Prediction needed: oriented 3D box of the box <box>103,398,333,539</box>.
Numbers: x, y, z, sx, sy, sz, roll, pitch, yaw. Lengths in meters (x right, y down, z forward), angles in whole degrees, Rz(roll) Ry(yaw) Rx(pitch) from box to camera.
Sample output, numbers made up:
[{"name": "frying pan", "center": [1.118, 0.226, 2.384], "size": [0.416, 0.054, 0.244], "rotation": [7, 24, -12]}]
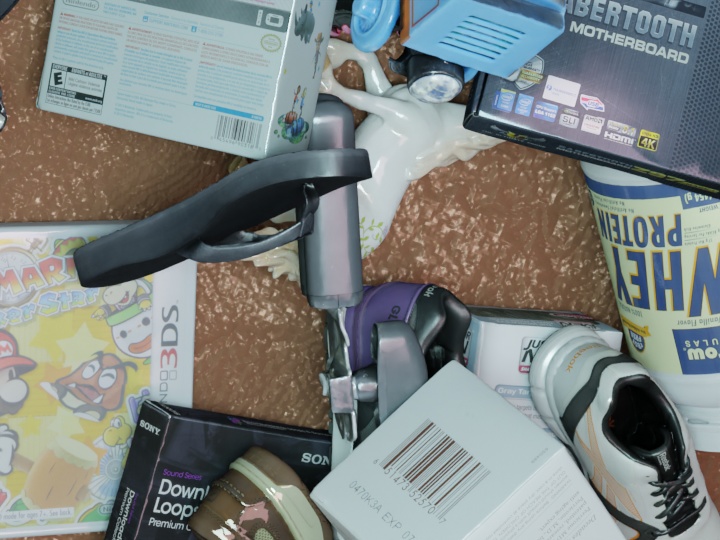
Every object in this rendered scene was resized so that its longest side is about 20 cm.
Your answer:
[{"name": "box", "center": [-0.091, 0.183, 1.393], "size": [0.143, 0.036, 0.201], "rotation": [12, 95, -39]}]

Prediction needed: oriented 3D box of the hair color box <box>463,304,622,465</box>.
[{"name": "hair color box", "center": [0.091, 0.125, 1.459], "size": [0.099, 0.061, 0.201], "rotation": [4, 100, -24]}]

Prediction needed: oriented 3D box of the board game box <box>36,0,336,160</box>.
[{"name": "board game box", "center": [-0.084, -0.171, 1.278], "size": [0.064, 0.147, 0.201], "rotation": [-7, 110, -66]}]

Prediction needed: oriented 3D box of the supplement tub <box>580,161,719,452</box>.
[{"name": "supplement tub", "center": [0.222, -0.006, 1.438], "size": [0.145, 0.145, 0.201], "rotation": [-21, 108, -17]}]

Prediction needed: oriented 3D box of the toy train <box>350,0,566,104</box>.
[{"name": "toy train", "center": [0.053, -0.189, 1.265], "size": [0.086, 0.114, 0.201], "rotation": [17, 60, -28]}]

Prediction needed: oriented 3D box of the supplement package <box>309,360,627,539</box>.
[{"name": "supplement package", "center": [0.084, 0.172, 1.344], "size": [0.117, 0.117, 0.200], "rotation": [-43, 128, -9]}]

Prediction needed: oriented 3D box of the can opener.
[{"name": "can opener", "center": [0.000, 0.000, 1.336], "size": [0.067, 0.053, 0.201], "rotation": [-5, 103, -9]}]

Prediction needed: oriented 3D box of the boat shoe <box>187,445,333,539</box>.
[{"name": "boat shoe", "center": [-0.037, 0.197, 1.374], "size": [0.075, 0.075, 0.203], "rotation": [-41, 116, -19]}]

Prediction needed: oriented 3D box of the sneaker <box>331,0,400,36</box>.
[{"name": "sneaker", "center": [-0.008, -0.164, 1.357], "size": [0.200, 0.079, 0.096], "rotation": [31, 95, -17]}]

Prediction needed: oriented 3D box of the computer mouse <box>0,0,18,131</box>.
[{"name": "computer mouse", "center": [-0.195, -0.177, 1.241], "size": [0.138, 0.053, 0.200], "rotation": [40, 96, 2]}]

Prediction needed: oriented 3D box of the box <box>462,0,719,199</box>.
[{"name": "box", "center": [0.171, -0.131, 1.321], "size": [0.199, 0.051, 0.158], "rotation": [16, 83, -4]}]

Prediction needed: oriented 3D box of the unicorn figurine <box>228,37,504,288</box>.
[{"name": "unicorn figurine", "center": [0.013, -0.073, 1.388], "size": [0.137, 0.074, 0.200], "rotation": [32, 104, -25]}]

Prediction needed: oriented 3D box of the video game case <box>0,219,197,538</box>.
[{"name": "video game case", "center": [-0.191, 0.063, 1.351], "size": [0.199, 0.023, 0.183], "rotation": [-2, 102, -22]}]

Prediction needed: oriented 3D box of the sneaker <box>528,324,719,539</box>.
[{"name": "sneaker", "center": [0.171, 0.125, 1.419], "size": [0.074, 0.080, 0.200], "rotation": [-42, 118, -14]}]

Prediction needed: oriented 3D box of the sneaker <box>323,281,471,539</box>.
[{"name": "sneaker", "center": [0.032, 0.107, 1.390], "size": [0.076, 0.087, 0.201], "rotation": [-12, 97, -52]}]

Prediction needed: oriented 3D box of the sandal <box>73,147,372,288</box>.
[{"name": "sandal", "center": [-0.068, -0.021, 1.281], "size": [0.076, 0.200, 0.043], "rotation": [-6, 76, -52]}]
